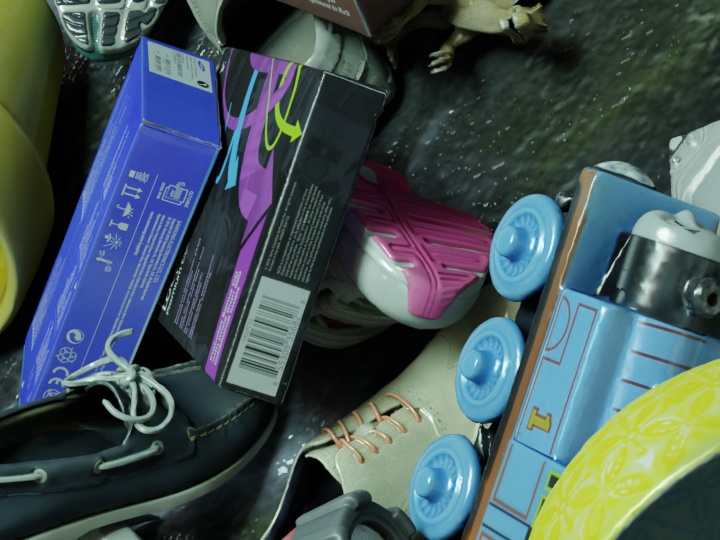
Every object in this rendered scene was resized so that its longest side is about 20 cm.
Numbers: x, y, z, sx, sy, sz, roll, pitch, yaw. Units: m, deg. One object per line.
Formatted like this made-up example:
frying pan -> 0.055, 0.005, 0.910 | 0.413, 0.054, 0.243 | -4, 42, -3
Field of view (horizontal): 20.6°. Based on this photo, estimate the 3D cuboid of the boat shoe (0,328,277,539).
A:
boat shoe -> -0.122, 0.076, 0.941 | 0.199, 0.062, 0.075 | -19, 37, -32

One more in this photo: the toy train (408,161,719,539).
toy train -> 0.093, 0.056, 0.810 | 0.114, 0.086, 0.202 | 23, 94, 59

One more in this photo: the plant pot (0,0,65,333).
plant pot -> -0.263, -0.083, 1.155 | 0.200, 0.201, 0.190 | -17, 38, 31

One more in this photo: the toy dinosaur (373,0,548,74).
toy dinosaur -> 0.052, -0.153, 1.039 | 0.100, 0.058, 0.201 | -20, 37, 8

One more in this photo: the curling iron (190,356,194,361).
curling iron -> -0.070, -0.008, 1.053 | 0.049, 0.026, 0.202 | -9, 59, 39

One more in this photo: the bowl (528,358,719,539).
bowl -> 0.134, 0.101, 0.705 | 0.200, 0.200, 0.108 | -44, 33, 8

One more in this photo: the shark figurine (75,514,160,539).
shark figurine -> -0.121, 0.143, 0.971 | 0.213, 0.089, 0.129 | -5, 94, 46

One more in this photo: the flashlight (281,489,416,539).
flashlight -> -0.062, 0.160, 0.838 | 0.199, 0.068, 0.068 | -29, 83, 30

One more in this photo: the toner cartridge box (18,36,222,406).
toner cartridge box -> -0.125, -0.008, 1.011 | 0.095, 0.043, 0.201 | -98, 29, -58

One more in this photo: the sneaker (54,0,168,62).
sneaker -> -0.151, -0.196, 1.212 | 0.077, 0.080, 0.201 | 1, 48, -7

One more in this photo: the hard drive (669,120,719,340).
hard drive -> 0.198, 0.013, 0.812 | 0.139, 0.038, 0.202 | -18, 54, 31

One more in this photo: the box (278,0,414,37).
box -> 0.035, -0.213, 1.013 | 0.200, 0.075, 0.100 | -39, 40, -20

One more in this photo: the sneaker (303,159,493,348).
sneaker -> 0.000, 0.000, 0.944 | 0.200, 0.081, 0.089 | -138, 66, -69

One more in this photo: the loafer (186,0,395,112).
loafer -> -0.052, -0.143, 1.092 | 0.070, 0.070, 0.200 | -50, 44, 2

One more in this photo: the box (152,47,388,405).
box -> -0.051, -0.029, 0.931 | 0.200, 0.036, 0.144 | -151, 79, -73

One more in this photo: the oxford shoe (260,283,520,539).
oxford shoe -> 0.017, 0.085, 0.888 | 0.071, 0.074, 0.201 | 23, 79, 48
